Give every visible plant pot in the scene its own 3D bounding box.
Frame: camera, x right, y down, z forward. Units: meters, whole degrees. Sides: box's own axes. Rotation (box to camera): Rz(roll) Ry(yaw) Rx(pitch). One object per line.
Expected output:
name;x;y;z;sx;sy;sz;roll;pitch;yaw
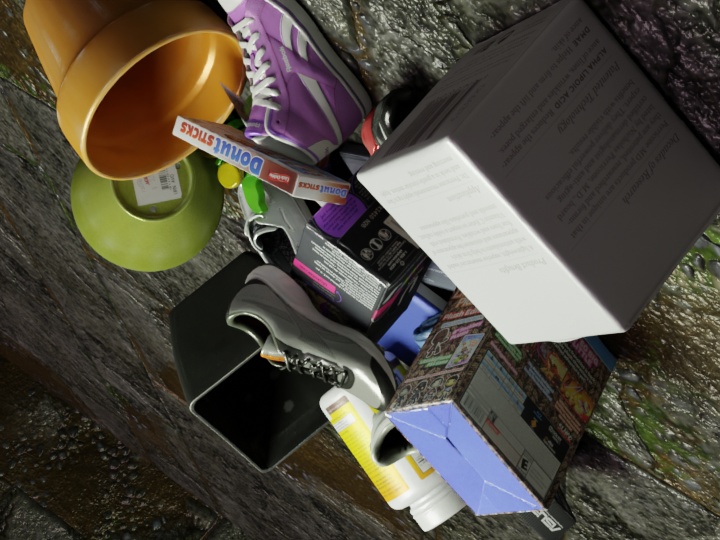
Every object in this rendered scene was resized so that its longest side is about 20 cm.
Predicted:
plant pot;-0.241;-0.097;1.561;0.187;0.187;0.200;43;171;-6
plant pot;-0.248;-0.227;1.396;0.183;0.200;0.200;49;163;22
plant pot;-0.125;0.098;1.713;0.177;0.199;0.200;51;180;42

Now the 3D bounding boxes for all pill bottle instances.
pill bottle;0.048;0.203;1.596;0.200;0.109;0.109;55;159;5

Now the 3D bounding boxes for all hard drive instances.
hard drive;0.065;0.067;1.572;0.200;0.025;0.132;37;147;-11

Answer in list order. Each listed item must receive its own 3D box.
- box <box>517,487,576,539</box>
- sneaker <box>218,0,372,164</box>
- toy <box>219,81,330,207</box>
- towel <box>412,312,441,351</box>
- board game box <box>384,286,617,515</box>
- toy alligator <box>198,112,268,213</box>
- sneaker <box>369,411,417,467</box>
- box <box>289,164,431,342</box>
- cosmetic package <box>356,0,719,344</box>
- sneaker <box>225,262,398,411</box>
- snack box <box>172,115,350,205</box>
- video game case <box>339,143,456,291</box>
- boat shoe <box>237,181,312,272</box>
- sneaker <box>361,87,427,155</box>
box;0.172;0.222;1.615;0.160;0.044;0.200;44;-172;-12
sneaker;-0.087;-0.188;1.282;0.201;0.114;0.073;47;159;-12
toy;-0.067;-0.131;1.436;0.115;0.047;0.200;38;173;29
towel;0.154;0.121;1.512;0.200;0.049;0.112;45;132;-18
board game box;0.143;0.113;1.341;0.097;0.200;0.160;-16;122;47
toy alligator;-0.152;-0.157;1.537;0.054;0.059;0.200;-39;80;30
sneaker;0.086;0.148;1.459;0.074;0.089;0.200;41;117;-10
box;0.000;0.000;1.398;0.106;0.122;0.200;37;148;9
cosmetic package;0.142;-0.070;1.056;0.200;0.165;0.165;47;158;-14
sneaker;-0.049;0.081;1.358;0.200;0.079;0.074;36;146;10
snack box;-0.100;-0.111;1.340;0.072;0.024;0.200;8;-165;-46
video game case;0.072;-0.048;1.418;0.143;0.019;0.200;15;148;47
boat shoe;-0.096;-0.041;1.558;0.072;0.068;0.200;-48;59;31
sneaker;0.088;-0.096;1.224;0.200;0.071;0.098;38;161;10
